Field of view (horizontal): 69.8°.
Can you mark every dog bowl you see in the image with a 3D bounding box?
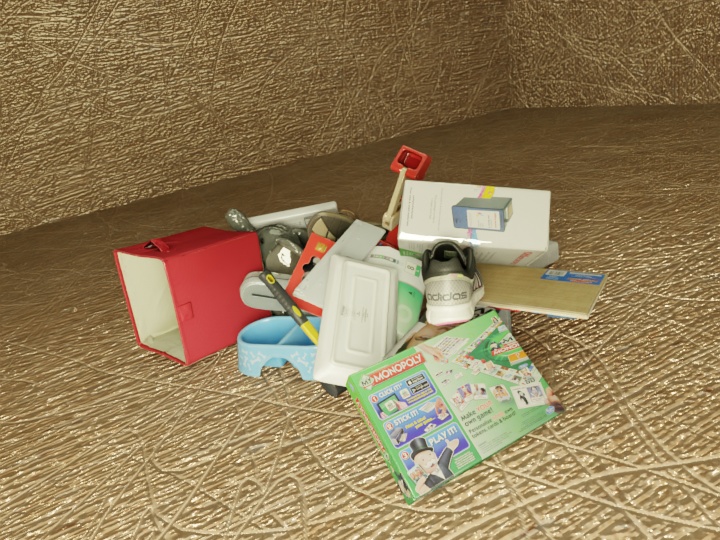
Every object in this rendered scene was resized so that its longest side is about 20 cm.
[{"bbox_3d":[-0.101,0.112,0.784,0.198,0.050,0.112,-2,23,23],"label":"dog bowl"}]

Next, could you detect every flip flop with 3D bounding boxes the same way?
[{"bbox_3d":[-0.023,-0.076,0.921,0.199,0.081,0.058,-1,50,-50],"label":"flip flop"}]

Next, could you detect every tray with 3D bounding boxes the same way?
[{"bbox_3d":[0.001,0.063,0.705,0.107,0.022,0.201,12,54,-9],"label":"tray"}]

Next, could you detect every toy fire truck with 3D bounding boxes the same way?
[{"bbox_3d":[0.072,-0.100,0.885,0.049,0.201,0.141,28,10,22],"label":"toy fire truck"}]

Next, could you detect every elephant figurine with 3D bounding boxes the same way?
[{"bbox_3d":[-0.135,-0.023,0.934,0.154,0.202,0.141,-19,22,-22],"label":"elephant figurine"}]

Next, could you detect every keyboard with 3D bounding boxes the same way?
[{"bbox_3d":[-0.028,-0.016,0.797,0.056,0.011,0.200,26,48,14],"label":"keyboard"}]

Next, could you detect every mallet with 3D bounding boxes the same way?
[{"bbox_3d":[-0.078,0.084,0.699,0.066,0.200,0.041,-43,-8,-32],"label":"mallet"}]

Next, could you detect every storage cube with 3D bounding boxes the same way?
[{"bbox_3d":[-0.281,0.030,0.884,0.170,0.202,0.179,8,21,41],"label":"storage cube"}]

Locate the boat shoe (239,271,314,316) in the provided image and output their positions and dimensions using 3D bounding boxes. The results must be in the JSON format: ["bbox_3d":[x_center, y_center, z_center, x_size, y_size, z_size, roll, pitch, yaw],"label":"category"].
[{"bbox_3d":[-0.097,0.037,0.853,0.199,0.074,0.067,17,25,-16],"label":"boat shoe"}]

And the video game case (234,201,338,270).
[{"bbox_3d":[-0.131,-0.045,1.032,0.198,0.183,0.024,-11,47,-1],"label":"video game case"}]

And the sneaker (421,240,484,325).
[{"bbox_3d":[0.121,0.000,0.671,0.073,0.088,0.200,-2,14,17],"label":"sneaker"}]

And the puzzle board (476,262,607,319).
[{"bbox_3d":[0.231,0.026,0.733,0.199,0.018,0.150,7,22,33],"label":"puzzle board"}]

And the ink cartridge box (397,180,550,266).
[{"bbox_3d":[0.158,-0.063,0.750,0.198,0.088,0.145,7,-7,7],"label":"ink cartridge box"}]

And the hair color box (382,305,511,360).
[{"bbox_3d":[0.123,0.100,0.691,0.098,0.061,0.200,5,27,33],"label":"hair color box"}]

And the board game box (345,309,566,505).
[{"bbox_3d":[0.102,0.135,0.549,0.199,0.029,0.135,-19,61,-23],"label":"board game box"}]

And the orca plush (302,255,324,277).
[{"bbox_3d":[0.000,0.000,0.859,0.198,0.072,0.105,16,0,3],"label":"orca plush"}]

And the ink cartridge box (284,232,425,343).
[{"bbox_3d":[0.000,0.017,0.788,0.199,0.050,0.162,25,45,-5],"label":"ink cartridge box"}]

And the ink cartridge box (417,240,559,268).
[{"bbox_3d":[0.230,-0.020,0.974,0.199,0.044,0.196,-24,23,-23],"label":"ink cartridge box"}]
